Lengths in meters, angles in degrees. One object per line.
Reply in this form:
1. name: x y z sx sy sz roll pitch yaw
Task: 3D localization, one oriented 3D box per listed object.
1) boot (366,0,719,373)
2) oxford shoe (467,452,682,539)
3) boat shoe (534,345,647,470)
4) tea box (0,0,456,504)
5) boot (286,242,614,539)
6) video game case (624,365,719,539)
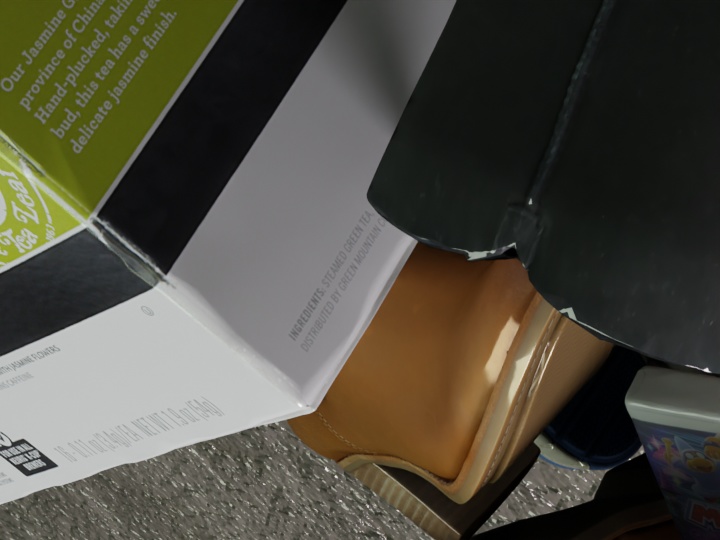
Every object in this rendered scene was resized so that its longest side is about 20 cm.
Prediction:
1. boot: 0.105 -0.069 0.555 0.165 0.201 0.066 32 -169 35
2. oxford shoe: 0.076 0.114 0.897 0.071 0.199 0.072 -6 102 62
3. boat shoe: 0.020 0.001 0.956 0.200 0.072 0.072 49 156 -19
4. tea box: -0.100 -0.056 0.681 0.197 0.134 0.200 42 150 -16
5. boot: 0.000 0.000 0.826 0.155 0.077 0.200 42 162 9
6. video game case: 0.175 0.110 0.846 0.143 0.018 0.200 9 143 32
